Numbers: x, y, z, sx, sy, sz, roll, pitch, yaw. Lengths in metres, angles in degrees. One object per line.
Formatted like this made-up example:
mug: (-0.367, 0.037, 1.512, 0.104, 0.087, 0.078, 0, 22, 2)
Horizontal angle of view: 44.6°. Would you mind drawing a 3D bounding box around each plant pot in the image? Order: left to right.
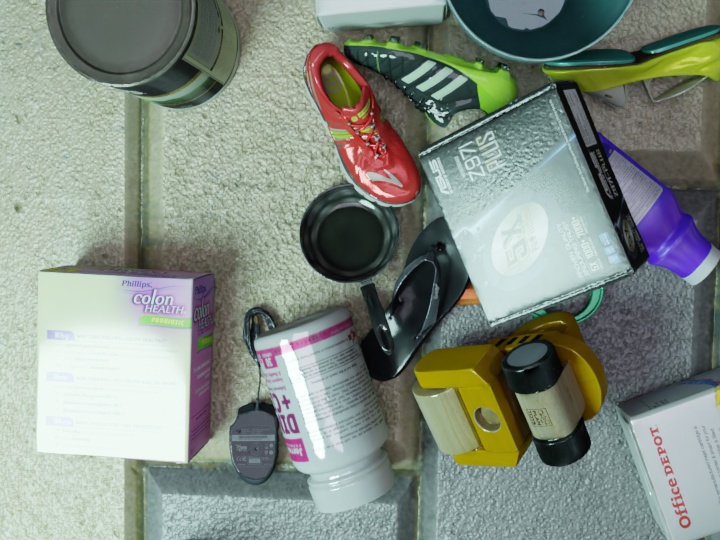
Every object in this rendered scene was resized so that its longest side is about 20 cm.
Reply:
plant pot: (0.179, -0.309, 0.909, 0.197, 0.135, 0.204, 0, 94, 5)

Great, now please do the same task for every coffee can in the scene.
coffee can: (-0.215, -0.251, 0.911, 0.144, 0.200, 0.149, 0, 94, 5)

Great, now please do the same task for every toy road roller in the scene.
toy road roller: (0.170, 0.122, 0.954, 0.198, 0.146, 0.124, -11, 112, 40)

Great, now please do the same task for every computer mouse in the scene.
computer mouse: (-0.120, 0.145, 1.018, 0.058, 0.034, 0.204, 3, 87, -4)

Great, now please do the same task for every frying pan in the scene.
frying pan: (0.012, -0.012, 0.973, 0.115, 0.031, 0.190, -40, 77, -7)

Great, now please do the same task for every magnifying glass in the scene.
magnifying glass: (0.173, 0.024, 0.990, 0.196, 0.022, 0.081, -3, 94, 3)

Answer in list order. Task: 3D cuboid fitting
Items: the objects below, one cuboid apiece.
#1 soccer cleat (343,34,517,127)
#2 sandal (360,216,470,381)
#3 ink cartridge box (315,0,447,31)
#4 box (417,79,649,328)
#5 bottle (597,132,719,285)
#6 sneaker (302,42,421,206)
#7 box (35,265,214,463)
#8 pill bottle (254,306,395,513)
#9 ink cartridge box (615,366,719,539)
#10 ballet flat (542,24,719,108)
soccer cleat: (0.072, -0.205, 0.962, 0.197, 0.068, 0.082, 15, 107, 3)
sandal: (0.062, 0.036, 0.969, 0.076, 0.043, 0.202, 31, 101, 21)
ink cartridge box: (0.019, -0.371, 0.944, 0.145, 0.086, 0.204, -4, 92, 5)
box: (0.177, -0.068, 0.903, 0.162, 0.086, 0.203, -23, 90, 32)
bottle: (0.297, -0.065, 0.950, 0.199, 0.065, 0.084, 38, 101, 1)
sneaker: (-0.002, -0.156, 0.952, 0.077, 0.085, 0.201, -35, 90, -6)
box: (-0.262, 0.101, 0.990, 0.173, 0.097, 0.204, 2, 95, 5)
pill bottle: (-0.035, 0.152, 0.966, 0.112, 0.113, 0.203, -18, 92, 5)
ink cartridge box: (0.396, 0.186, 0.948, 0.197, 0.084, 0.147, -21, 92, 5)
ballet flat: (0.297, -0.212, 0.946, 0.197, 0.067, 0.068, -11, 114, 3)
